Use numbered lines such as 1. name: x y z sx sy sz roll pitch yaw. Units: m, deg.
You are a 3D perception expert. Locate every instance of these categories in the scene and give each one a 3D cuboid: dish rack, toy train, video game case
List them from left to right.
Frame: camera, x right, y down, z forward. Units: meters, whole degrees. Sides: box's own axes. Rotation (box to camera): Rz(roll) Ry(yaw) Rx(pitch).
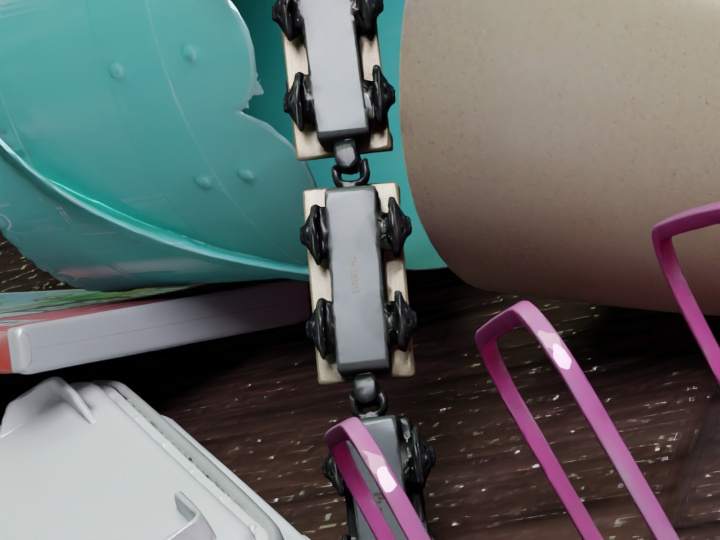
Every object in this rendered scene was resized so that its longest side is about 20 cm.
1. video game case: -0.137 0.022 1.014 0.199 0.018 0.143 -3 4 41
2. dish rack: -0.112 0.101 0.868 0.171 0.044 0.200 -34 25 -12
3. toy train: 0.000 0.000 0.827 0.034 0.201 0.046 -7 -9 3

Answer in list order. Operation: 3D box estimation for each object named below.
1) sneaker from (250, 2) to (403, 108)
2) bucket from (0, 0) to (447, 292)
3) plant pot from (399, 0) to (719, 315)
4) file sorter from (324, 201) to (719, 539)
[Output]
1. sneaker: -0.051 -0.050 1.094 0.199 0.070 0.090 -12 33 40
2. bucket: -0.046 -0.090 0.953 0.134 0.208 0.207 -12 29 30
3. plant pot: 0.144 -0.061 0.816 0.199 0.188 0.187 16 45 30
4. file sorter: 0.103 0.041 0.635 0.199 0.126 0.139 -29 -2 -5
